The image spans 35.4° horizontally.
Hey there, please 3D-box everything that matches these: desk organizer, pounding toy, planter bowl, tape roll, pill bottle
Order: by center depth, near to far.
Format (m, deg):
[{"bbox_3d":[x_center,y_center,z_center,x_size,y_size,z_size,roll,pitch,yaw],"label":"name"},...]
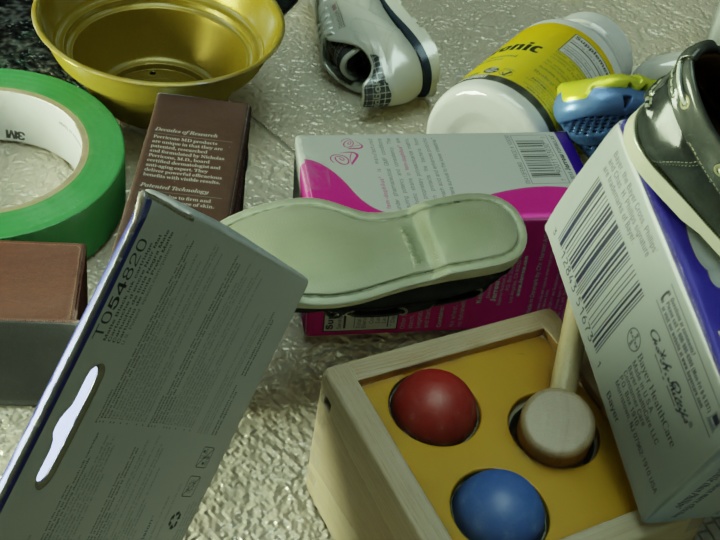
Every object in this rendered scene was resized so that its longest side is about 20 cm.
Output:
[{"bbox_3d":[0.089,0.096,0.633,0.198,0.143,0.185,-13,47,-24],"label":"pounding toy"},{"bbox_3d":[-0.268,0.029,0.688,0.197,0.072,0.078,2,40,-9],"label":"desk organizer"},{"bbox_3d":[-0.269,-0.071,0.812,0.197,0.049,0.202,6,42,-5],"label":"tape roll"},{"bbox_3d":[-0.163,-0.173,0.918,0.197,0.084,0.202,6,41,-5],"label":"planter bowl"},{"bbox_3d":[0.147,-0.137,0.923,0.110,0.112,0.200,29,44,20],"label":"pill bottle"}]

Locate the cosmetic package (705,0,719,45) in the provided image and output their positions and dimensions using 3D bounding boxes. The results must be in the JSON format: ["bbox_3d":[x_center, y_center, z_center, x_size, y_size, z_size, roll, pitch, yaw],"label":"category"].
[{"bbox_3d":[0.406,-0.222,1.025,0.164,0.169,0.201,19,43,11],"label":"cosmetic package"}]

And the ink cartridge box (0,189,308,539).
[{"bbox_3d":[-0.111,0.067,0.524,0.040,0.200,0.202,25,87,18],"label":"ink cartridge box"}]

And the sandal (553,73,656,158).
[{"bbox_3d":[0.212,-0.085,0.853,0.079,0.088,0.199,0,-17,44],"label":"sandal"}]

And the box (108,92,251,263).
[{"bbox_3d":[-0.118,-0.019,0.748,0.074,0.101,0.201,8,42,-3],"label":"box"}]

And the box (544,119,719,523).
[{"bbox_3d":[0.226,0.022,0.599,0.197,0.105,0.186,-1,57,-20],"label":"box"}]

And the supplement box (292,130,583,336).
[{"bbox_3d":[0.054,-0.028,0.784,0.197,0.104,0.102,-1,40,-10],"label":"supplement box"}]

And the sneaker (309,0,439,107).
[{"bbox_3d":[-0.009,-0.218,1.013,0.080,0.077,0.200,-22,49,-19],"label":"sneaker"}]

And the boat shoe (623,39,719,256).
[{"bbox_3d":[0.209,-0.021,0.517,0.072,0.068,0.200,-35,75,-33],"label":"boat shoe"}]

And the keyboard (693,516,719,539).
[{"bbox_3d":[0.189,0.099,0.749,0.056,0.011,0.201,-9,46,-20],"label":"keyboard"}]

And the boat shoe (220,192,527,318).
[{"bbox_3d":[0.000,-0.002,0.680,0.197,0.066,0.075,-11,62,-17],"label":"boat shoe"}]

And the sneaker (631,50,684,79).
[{"bbox_3d":[0.315,-0.114,0.938,0.198,0.075,0.100,26,48,-6],"label":"sneaker"}]
